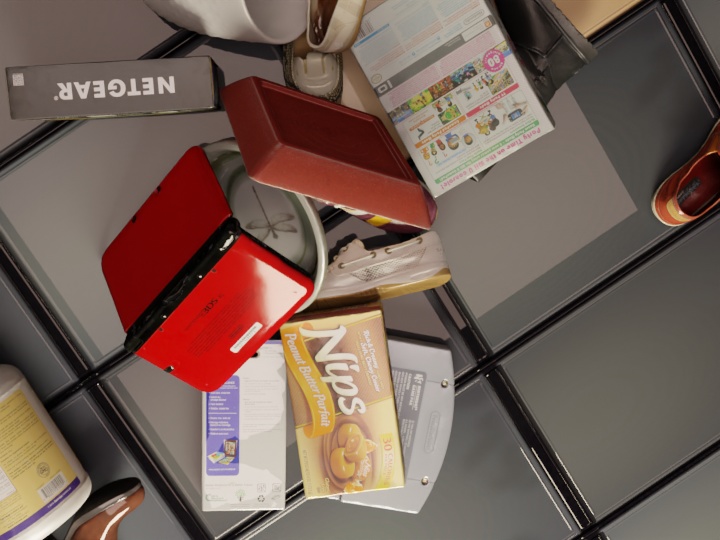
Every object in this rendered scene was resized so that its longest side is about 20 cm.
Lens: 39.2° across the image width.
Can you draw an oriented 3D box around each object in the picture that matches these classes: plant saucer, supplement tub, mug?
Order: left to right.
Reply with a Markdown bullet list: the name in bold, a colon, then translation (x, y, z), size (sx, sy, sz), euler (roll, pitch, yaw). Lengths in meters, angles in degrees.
- **supplement tub**: translation (-0.399, 0.193, 1.085), size (0.144, 0.145, 0.202), euler (-31, 99, 0)
- **mug**: translation (-0.140, -0.338, 1.023), size (0.173, 0.147, 0.203), euler (13, 88, 30)
- **plant saucer**: translation (-0.105, -0.052, 1.088), size (0.050, 0.199, 0.202), euler (-38, 103, -44)
- **plant saucer**: translation (-0.033, -0.129, 1.023), size (0.197, 0.201, 0.037), euler (14, 119, -26)

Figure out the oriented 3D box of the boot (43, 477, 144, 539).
- **boot**: translation (-0.269, 0.359, 1.160), size (0.188, 0.068, 0.201), euler (-40, 100, 1)

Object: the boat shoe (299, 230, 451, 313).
- **boat shoe**: translation (0.000, 0.000, 1.140), size (0.197, 0.071, 0.070), euler (-12, 77, 3)

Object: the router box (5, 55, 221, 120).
- **router box**: translation (-0.246, -0.186, 1.040), size (0.197, 0.157, 0.053), euler (-4, 99, -5)

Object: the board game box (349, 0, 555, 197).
- **board game box**: translation (0.094, -0.202, 1.058), size (0.146, 0.064, 0.202), euler (-28, 96, 16)

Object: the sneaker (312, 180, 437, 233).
- **sneaker**: translation (-0.008, -0.089, 1.103), size (0.198, 0.090, 0.076), euler (25, 112, -5)

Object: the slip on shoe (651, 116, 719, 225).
- **slip on shoe**: translation (0.421, -0.128, 1.161), size (0.200, 0.061, 0.074), euler (-44, 98, 0)

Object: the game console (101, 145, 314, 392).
- **game console**: translation (-0.168, 0.003, 1.087), size (0.171, 0.119, 0.200), euler (33, 120, -24)

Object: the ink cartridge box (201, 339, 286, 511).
- **ink cartridge box**: translation (-0.134, 0.174, 1.162), size (0.098, 0.039, 0.203), euler (1, 99, -5)

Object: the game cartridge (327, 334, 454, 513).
- **game cartridge**: translation (0.040, 0.178, 1.181), size (0.131, 0.040, 0.203), euler (11, 97, -3)

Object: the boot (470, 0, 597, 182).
- **boot**: translation (0.138, -0.224, 1.124), size (0.165, 0.066, 0.200), euler (44, 100, -2)

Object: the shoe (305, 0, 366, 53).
- **shoe**: translation (-0.015, -0.310, 0.985), size (0.069, 0.053, 0.203), euler (24, 114, 26)

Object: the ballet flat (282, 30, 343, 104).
- **ballet flat**: translation (-0.051, -0.256, 1.090), size (0.067, 0.075, 0.203), euler (-2, 98, -6)

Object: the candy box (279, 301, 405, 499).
- **candy box**: translation (-0.018, 0.144, 1.126), size (0.114, 0.055, 0.203), euler (-8, 96, 3)
